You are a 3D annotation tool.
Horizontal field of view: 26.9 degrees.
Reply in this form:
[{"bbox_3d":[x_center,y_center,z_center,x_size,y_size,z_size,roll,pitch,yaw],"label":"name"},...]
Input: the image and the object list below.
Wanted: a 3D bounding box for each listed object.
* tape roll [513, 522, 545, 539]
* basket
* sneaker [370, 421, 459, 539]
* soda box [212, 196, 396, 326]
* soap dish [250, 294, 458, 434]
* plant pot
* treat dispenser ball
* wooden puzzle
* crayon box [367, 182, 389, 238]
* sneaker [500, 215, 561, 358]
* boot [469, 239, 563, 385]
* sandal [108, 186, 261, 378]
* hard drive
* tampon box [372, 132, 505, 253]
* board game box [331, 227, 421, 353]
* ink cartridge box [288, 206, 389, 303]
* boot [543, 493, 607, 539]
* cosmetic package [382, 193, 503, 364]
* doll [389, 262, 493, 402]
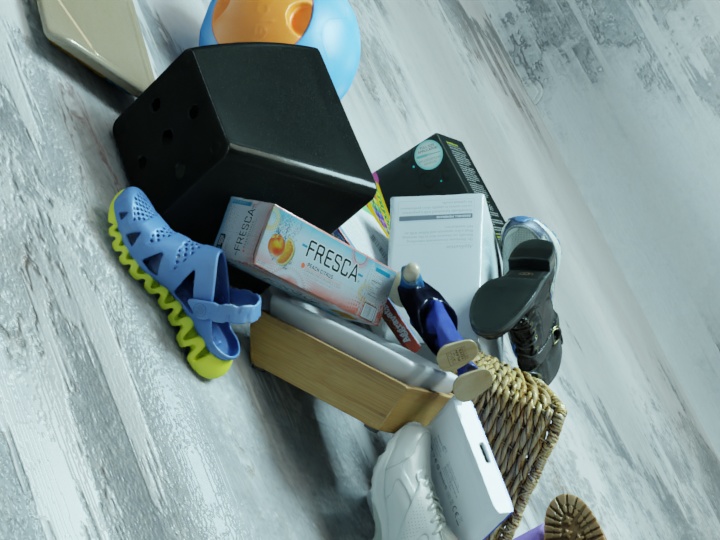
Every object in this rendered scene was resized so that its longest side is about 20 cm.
[{"bbox_3d":[0.254,0.422,1.898,0.200,0.065,0.201,49,21,-26],"label":"tape roll"},{"bbox_3d":[0.141,0.205,1.670,0.148,0.201,0.143,24,7,17],"label":"basket"},{"bbox_3d":[0.061,0.251,1.484,0.078,0.099,0.202,30,65,-62],"label":"sneaker"},{"bbox_3d":[-0.053,-0.007,1.506,0.199,0.068,0.064,29,77,-46],"label":"soda box"},{"bbox_3d":[-0.007,0.103,1.563,0.199,0.082,0.157,26,2,27],"label":"soap dish"},{"bbox_3d":[-0.136,-0.120,1.550,0.177,0.199,0.201,14,45,-48],"label":"plant pot"},{"bbox_3d":[-0.099,-0.276,1.853,0.201,0.200,0.201,49,20,-26],"label":"treat dispenser ball"},{"bbox_3d":[-0.292,-0.268,1.609,0.185,0.037,0.201,33,27,-52],"label":"wooden puzzle"},{"bbox_3d":[-0.012,-0.086,2.023,0.200,0.051,0.128,36,28,-51],"label":"crayon box"},{"bbox_3d":[0.210,0.028,1.870,0.085,0.076,0.201,-66,151,-53],"label":"sneaker"},{"bbox_3d":[0.195,0.078,1.759,0.200,0.069,0.175,-46,135,-47],"label":"boot"},{"bbox_3d":[-0.162,0.000,1.437,0.201,0.087,0.080,54,23,-9],"label":"sandal"},{"bbox_3d":[0.077,0.236,1.535,0.025,0.200,0.133,0,54,-32],"label":"hard drive"},{"bbox_3d":[0.113,-0.071,2.168,0.201,0.149,0.126,62,18,12],"label":"tampon box"},{"bbox_3d":[0.000,0.000,1.656,0.201,0.019,0.103,55,3,-8],"label":"board game box"},{"bbox_3d":[-0.036,-0.024,1.805,0.146,0.087,0.200,56,16,-6],"label":"ink cartridge box"},{"bbox_3d":[0.287,0.368,1.868,0.202,0.075,0.107,69,16,3],"label":"boot"},{"bbox_3d":[0.107,0.043,1.842,0.200,0.122,0.202,65,27,-60],"label":"cosmetic package"},{"bbox_3d":[0.074,0.050,1.546,0.137,0.048,0.200,62,-3,-29],"label":"doll"}]
